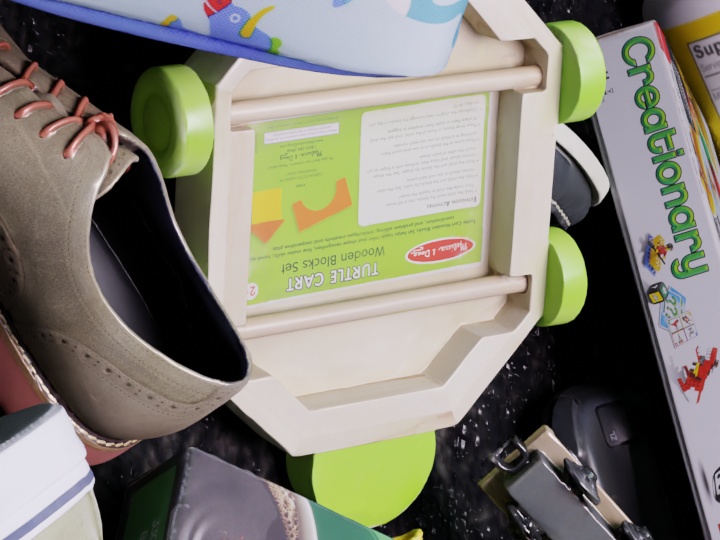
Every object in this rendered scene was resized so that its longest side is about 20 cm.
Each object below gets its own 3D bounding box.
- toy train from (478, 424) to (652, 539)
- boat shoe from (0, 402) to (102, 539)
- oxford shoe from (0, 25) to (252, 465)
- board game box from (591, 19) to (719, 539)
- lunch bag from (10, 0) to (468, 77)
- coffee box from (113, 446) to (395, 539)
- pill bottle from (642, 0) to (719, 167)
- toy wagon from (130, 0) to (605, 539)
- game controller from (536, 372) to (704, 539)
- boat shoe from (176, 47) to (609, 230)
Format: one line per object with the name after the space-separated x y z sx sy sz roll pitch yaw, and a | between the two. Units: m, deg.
0.109 0.125 0.898 0.200 0.034 0.046 48 7 -15 | toy train
-0.116 0.095 0.673 0.062 0.072 0.200 63 34 -7 | boat shoe
-0.095 -0.041 0.758 0.200 0.075 0.070 57 41 -17 | oxford shoe
0.129 0.022 1.007 0.126 0.035 0.200 43 31 -69 | board game box
-0.047 -0.122 0.747 0.160 0.083 0.200 14 20 -16 | lunch bag
0.012 0.144 0.804 0.200 0.044 0.123 29 53 -25 | coffee box
0.184 -0.085 1.115 0.114 0.114 0.200 -33 100 -54 | pill bottle
0.000 0.000 0.852 0.155 0.040 0.200 -9 112 -32 | toy wagon
0.115 0.135 0.999 0.104 0.042 0.200 -6 80 -68 | game controller
0.010 -0.045 0.912 0.199 0.074 0.066 34 78 -50 | boat shoe
